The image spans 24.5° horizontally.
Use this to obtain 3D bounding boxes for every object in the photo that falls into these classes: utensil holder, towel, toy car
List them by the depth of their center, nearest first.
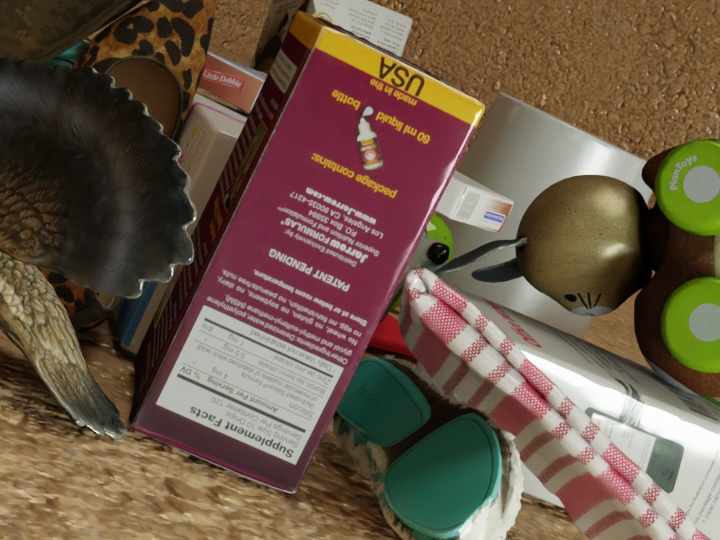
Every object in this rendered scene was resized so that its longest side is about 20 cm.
[{"bbox_3d":[0.087,0.083,0.800,0.200,0.030,0.146,45,-8,8],"label":"towel"},{"bbox_3d":[0.153,0.002,1.038,0.200,0.158,0.164,-4,-7,20],"label":"toy car"},{"bbox_3d":[0.146,-0.033,1.438,0.170,0.200,0.170,24,8,-4],"label":"utensil holder"}]

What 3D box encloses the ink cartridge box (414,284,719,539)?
[{"bbox_3d":[0.141,0.095,1.023,0.200,0.084,0.146,23,8,-15],"label":"ink cartridge box"}]

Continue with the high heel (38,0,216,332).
[{"bbox_3d":[-0.114,-0.061,0.873,0.071,0.200,0.143,36,-2,-35],"label":"high heel"}]

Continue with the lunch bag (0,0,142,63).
[{"bbox_3d":[-0.200,-0.181,0.970,0.118,0.200,0.164,52,23,-16],"label":"lunch bag"}]

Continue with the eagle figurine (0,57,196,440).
[{"bbox_3d":[-0.175,-0.020,0.700,0.200,0.151,0.152,13,0,-10],"label":"eagle figurine"}]

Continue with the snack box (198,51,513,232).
[{"bbox_3d":[-0.007,-0.078,0.984,0.200,0.024,0.072,29,9,26],"label":"snack box"}]

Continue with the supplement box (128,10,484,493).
[{"bbox_3d":[-0.030,-0.012,0.783,0.086,0.200,0.110,24,8,-11],"label":"supplement box"}]

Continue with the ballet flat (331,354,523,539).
[{"bbox_3d":[0.041,0.097,0.804,0.072,0.072,0.200,22,10,-20],"label":"ballet flat"}]

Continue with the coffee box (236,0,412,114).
[{"bbox_3d":[-0.044,-0.094,1.185,0.080,0.200,0.113,19,-4,-19],"label":"coffee box"}]

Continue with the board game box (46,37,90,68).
[{"bbox_3d":[-0.230,-0.104,1.017,0.135,0.028,0.200,21,32,32],"label":"board game box"}]

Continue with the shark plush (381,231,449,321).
[{"bbox_3d":[0.000,0.000,1.125,0.091,0.083,0.200,15,9,-5],"label":"shark plush"}]

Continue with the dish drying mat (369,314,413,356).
[{"bbox_3d":[-0.032,0.030,1.159,0.077,0.018,0.200,33,11,39],"label":"dish drying mat"}]

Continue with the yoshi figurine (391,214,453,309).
[{"bbox_3d":[0.014,-0.025,1.343,0.112,0.112,0.200,29,9,-26],"label":"yoshi figurine"}]

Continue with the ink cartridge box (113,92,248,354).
[{"bbox_3d":[-0.066,-0.016,0.957,0.125,0.129,0.200,23,7,-17],"label":"ink cartridge box"}]
